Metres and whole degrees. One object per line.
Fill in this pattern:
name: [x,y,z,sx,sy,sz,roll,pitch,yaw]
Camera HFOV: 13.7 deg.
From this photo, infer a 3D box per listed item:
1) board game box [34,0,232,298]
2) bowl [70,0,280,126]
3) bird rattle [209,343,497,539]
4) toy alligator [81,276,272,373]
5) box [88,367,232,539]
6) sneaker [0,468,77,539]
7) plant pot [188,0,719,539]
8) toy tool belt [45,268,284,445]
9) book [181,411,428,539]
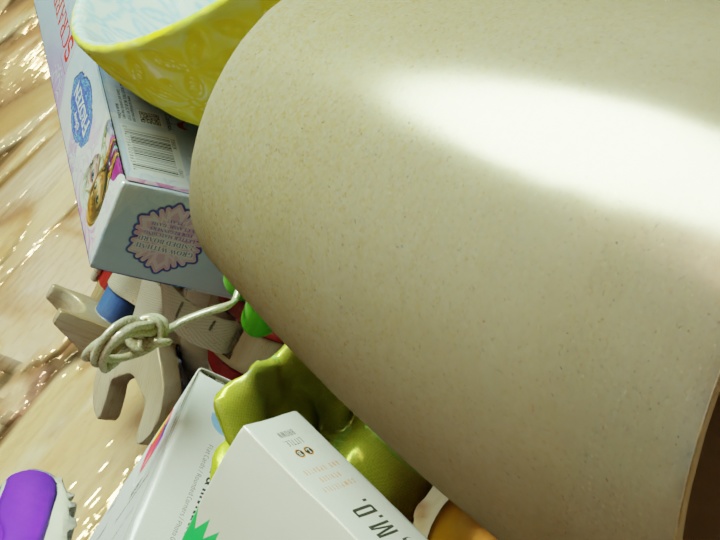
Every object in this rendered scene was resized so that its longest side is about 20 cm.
board game box: [-0.018,-0.050,1.165,0.200,0.199,0.041,-108,36,-54]
bowl: [0.004,-0.109,1.085,0.200,0.108,0.200,-33,22,16]
bird rattle: [0.028,0.108,0.944,0.163,0.200,0.113,-14,-5,12]
toy alligator: [0.000,0.000,1.031,0.200,0.059,0.054,-32,76,-23]
box: [-0.096,0.153,1.032,0.156,0.041,0.200,-56,11,49]
sneaker: [-0.180,0.143,1.116,0.200,0.099,0.070,-64,4,-34]
plant pot: [0.056,-0.008,0.855,0.200,0.187,0.187,25,63,28]
toy tool belt: [-0.060,0.015,1.198,0.200,0.125,0.123,-104,34,-57]
book: [0.015,0.154,0.866,0.200,0.134,0.048,42,34,25]
